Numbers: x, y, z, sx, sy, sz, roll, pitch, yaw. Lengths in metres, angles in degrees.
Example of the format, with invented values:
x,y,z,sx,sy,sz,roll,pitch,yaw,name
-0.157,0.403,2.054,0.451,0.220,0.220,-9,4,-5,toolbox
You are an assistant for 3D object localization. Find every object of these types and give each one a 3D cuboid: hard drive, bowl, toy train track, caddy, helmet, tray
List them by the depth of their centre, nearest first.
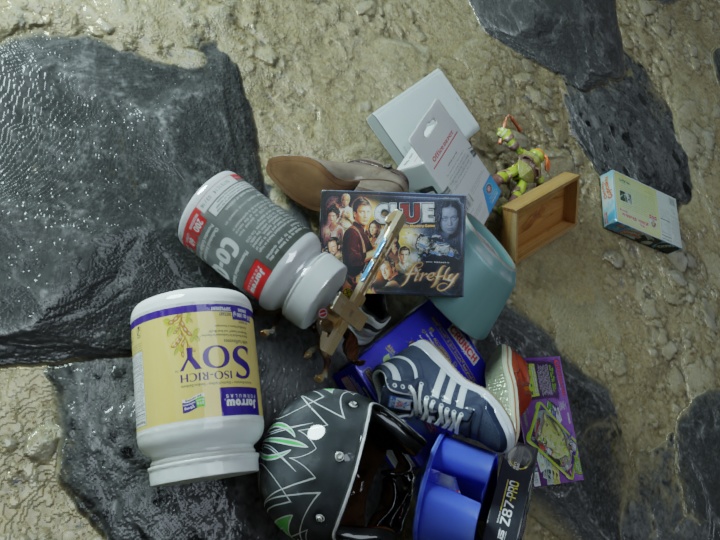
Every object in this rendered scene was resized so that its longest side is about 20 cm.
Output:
x,y,z,sx,sy,sz,roll,pitch,yaw,name
-0.031,0.235,0.871,0.189,0.198,0.203,31,58,-30,helmet
-0.003,0.010,0.935,0.032,0.115,0.202,26,81,24,toy train track
0.114,0.300,0.957,0.103,0.202,0.143,12,54,18,caddy
0.156,-0.009,1.088,0.200,0.105,0.202,43,17,-17,bowl
0.112,-0.251,1.259,0.200,0.026,0.133,-41,97,-37,hard drive
0.319,-0.096,1.300,0.198,0.037,0.100,-27,124,-36,tray

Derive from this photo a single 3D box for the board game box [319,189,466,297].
x,y,z,sx,sy,sz,roll,pitch,yaw,name
0.042,-0.036,0.992,0.195,0.035,0.139,2,88,1,board game box

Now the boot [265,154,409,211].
x,y,z,sx,sy,sz,roll,pitch,yaw,name
-0.024,-0.137,1.094,0.197,0.071,0.146,26,29,10,boot

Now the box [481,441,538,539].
x,y,z,sx,sy,sz,roll,pitch,yaw,name
0.199,0.348,0.996,0.048,0.202,0.163,14,57,19,box

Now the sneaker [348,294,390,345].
x,y,z,sx,sy,sz,roll,pitch,yaw,name
0.000,0.000,1.059,0.073,0.080,0.204,-8,75,-32,sneaker

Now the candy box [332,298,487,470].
x,y,z,sx,sy,sz,roll,pitch,yaw,name
0.083,0.158,1.055,0.199,0.077,0.171,-34,91,-36,candy box

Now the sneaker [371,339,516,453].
x,y,z,sx,sy,sz,roll,pitch,yaw,name
0.095,0.173,0.925,0.107,0.071,0.200,-18,42,-32,sneaker

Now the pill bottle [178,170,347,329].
x,y,z,sx,sy,sz,roll,pitch,yaw,name
-0.122,-0.024,0.929,0.199,0.115,0.114,37,54,9,pill bottle

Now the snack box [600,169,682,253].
x,y,z,sx,sy,sz,roll,pitch,yaw,name
0.575,-0.118,1.503,0.197,0.037,0.118,17,63,-27,snack box

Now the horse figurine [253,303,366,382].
x,y,z,sx,sy,sz,roll,pitch,yaw,name
-0.078,0.066,0.985,0.198,0.050,0.133,30,39,-1,horse figurine

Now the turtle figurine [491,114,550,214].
x,y,z,sx,sy,sz,roll,pitch,yaw,name
0.296,-0.168,1.320,0.161,0.064,0.201,-46,112,-29,turtle figurine

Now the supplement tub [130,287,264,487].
x,y,z,sx,sy,sz,roll,pitch,yaw,name
-0.186,0.135,0.844,0.143,0.145,0.204,1,71,-32,supplement tub

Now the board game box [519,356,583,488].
x,y,z,sx,sy,sz,roll,pitch,yaw,name
0.295,0.243,1.191,0.118,0.032,0.204,2,72,-28,board game box

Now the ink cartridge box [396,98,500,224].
x,y,z,sx,sy,sz,roll,pitch,yaw,name
0.133,-0.158,1.185,0.201,0.066,0.117,51,54,-23,ink cartridge box

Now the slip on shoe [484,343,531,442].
x,y,z,sx,sy,sz,roll,pitch,yaw,name
0.206,0.174,1.001,0.060,0.075,0.201,28,28,-4,slip on shoe
